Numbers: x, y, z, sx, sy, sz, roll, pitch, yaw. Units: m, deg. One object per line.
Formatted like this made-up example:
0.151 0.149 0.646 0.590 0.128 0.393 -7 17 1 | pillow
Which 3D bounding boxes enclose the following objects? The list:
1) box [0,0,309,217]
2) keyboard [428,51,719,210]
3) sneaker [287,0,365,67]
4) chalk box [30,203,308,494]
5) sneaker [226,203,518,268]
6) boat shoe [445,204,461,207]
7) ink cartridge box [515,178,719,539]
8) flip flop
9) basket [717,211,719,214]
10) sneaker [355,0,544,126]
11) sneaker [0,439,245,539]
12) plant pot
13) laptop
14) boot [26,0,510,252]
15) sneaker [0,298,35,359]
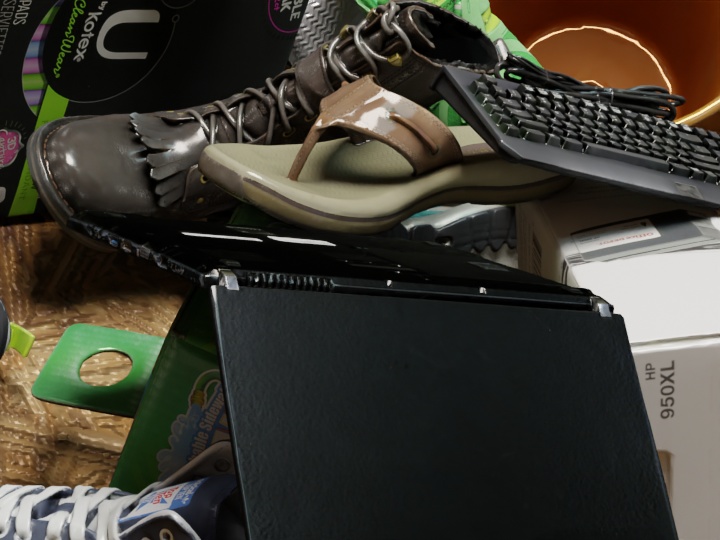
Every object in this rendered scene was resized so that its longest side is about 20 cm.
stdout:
-0.145 -0.124 1.008 0.199 0.149 0.124 -9 42 -45 | box
0.120 -0.065 0.911 0.199 0.021 0.127 11 24 -32 | keyboard
-0.018 -0.138 1.177 0.113 0.076 0.200 32 5 28 | sneaker
-0.032 0.065 0.815 0.199 0.125 0.125 24 29 -3 | chalk box
0.000 0.000 1.019 0.199 0.078 0.079 -3 11 -34 | sneaker
0.024 -0.058 1.111 0.198 0.070 0.071 19 31 -9 | boat shoe
0.128 0.051 0.891 0.083 0.146 0.200 -6 25 -4 | ink cartridge box
0.017 -0.057 0.876 0.199 0.058 0.081 -8 27 -32 | flip flop
0.241 0.018 1.074 0.142 0.150 0.200 -10 45 -45 | basket
0.041 -0.117 1.020 0.201 0.074 0.084 55 10 11 | sneaker
-0.108 0.097 0.721 0.199 0.109 0.070 27 29 3 | sneaker
0.137 -0.128 1.162 0.198 0.184 0.202 -1 69 3 | plant pot
0.003 0.049 0.730 0.176 0.104 0.200 5 8 -31 | laptop
-0.040 -0.078 0.933 0.199 0.173 0.070 -7 71 -53 | boot
-0.236 0.003 0.843 0.199 0.072 0.083 25 5 -3 | sneaker
